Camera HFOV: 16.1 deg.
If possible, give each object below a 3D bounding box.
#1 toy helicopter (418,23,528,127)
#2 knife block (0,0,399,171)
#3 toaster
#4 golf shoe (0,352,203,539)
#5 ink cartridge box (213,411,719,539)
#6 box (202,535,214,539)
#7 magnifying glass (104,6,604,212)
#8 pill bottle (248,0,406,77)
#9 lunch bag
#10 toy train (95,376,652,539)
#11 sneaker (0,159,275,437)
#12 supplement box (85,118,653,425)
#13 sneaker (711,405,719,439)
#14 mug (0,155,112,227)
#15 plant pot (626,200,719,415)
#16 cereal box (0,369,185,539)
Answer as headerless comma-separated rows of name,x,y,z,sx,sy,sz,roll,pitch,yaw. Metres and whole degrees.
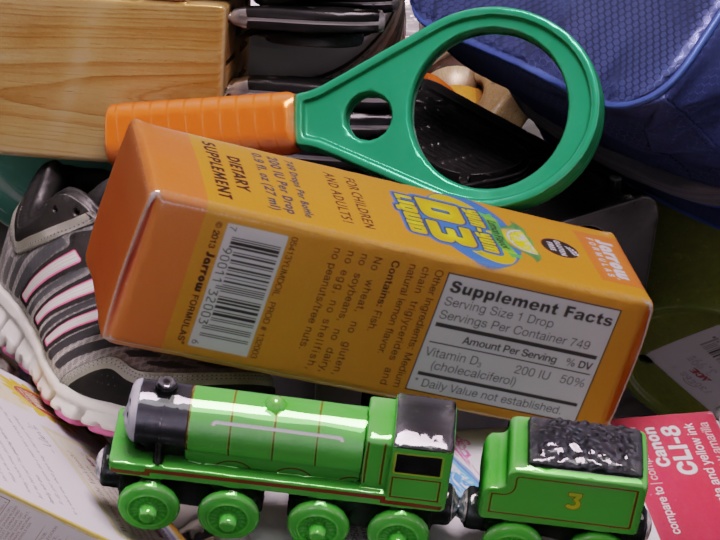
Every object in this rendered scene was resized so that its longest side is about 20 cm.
toy helicopter,0.077,-0.124,1.266,0.079,0.200,0.132,36,9,-29
knife block,-0.083,-0.072,1.058,0.176,0.200,0.064,48,16,-6
toaster,0.000,0.000,1.109,0.180,0.119,0.200,-17,32,-33
golf shoe,-0.152,0.070,1.056,0.199,0.098,0.078,3,40,-8
ink cartridge box,0.047,0.157,0.955,0.199,0.146,0.145,-3,42,-13
box,-0.009,0.119,1.067,0.199,0.042,0.039,-18,48,-28
magnifying glass,-0.004,-0.059,0.998,0.199,0.022,0.080,-3,81,12
pill bottle,-0.035,-0.138,1.204,0.113,0.200,0.115,0,83,2
lunch bag,0.138,-0.105,1.068,0.136,0.132,0.200,-55,42,-2
toy train,0.006,0.070,0.894,0.199,0.057,0.042,7,40,-2
sneaker,-0.092,0.008,1.002,0.073,0.088,0.200,7,13,-32
supplement box,0.004,0.005,0.940,0.199,0.069,0.067,14,24,-20
sneaker,0.198,0.132,1.037,0.075,0.200,0.116,-12,64,35
mug,-0.140,-0.074,1.180,0.185,0.152,0.115,36,87,10
plant pot,0.186,-0.029,1.178,0.186,0.188,0.200,17,53,9
cereal box,-0.154,0.061,0.916,0.200,0.040,0.144,31,8,-38
